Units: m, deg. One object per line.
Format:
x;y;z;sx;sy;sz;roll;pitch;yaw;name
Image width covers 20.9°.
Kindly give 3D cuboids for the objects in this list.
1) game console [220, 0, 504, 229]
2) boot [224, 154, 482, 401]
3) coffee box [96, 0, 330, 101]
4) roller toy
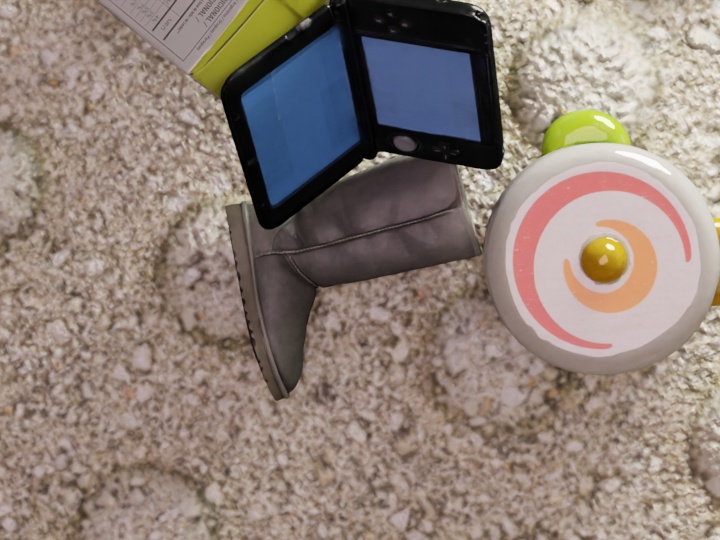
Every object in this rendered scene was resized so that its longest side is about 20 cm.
0.008;-0.110;1.480;0.176;0.200;0.117;11;61;14;game console
0.000;0.001;1.599;0.200;0.073;0.182;-11;92;-3;boot
-0.094;-0.247;1.495;0.198;0.200;0.200;40;93;23;coffee box
0.190;-0.009;1.546;0.200;0.140;0.182;42;94;0;roller toy
